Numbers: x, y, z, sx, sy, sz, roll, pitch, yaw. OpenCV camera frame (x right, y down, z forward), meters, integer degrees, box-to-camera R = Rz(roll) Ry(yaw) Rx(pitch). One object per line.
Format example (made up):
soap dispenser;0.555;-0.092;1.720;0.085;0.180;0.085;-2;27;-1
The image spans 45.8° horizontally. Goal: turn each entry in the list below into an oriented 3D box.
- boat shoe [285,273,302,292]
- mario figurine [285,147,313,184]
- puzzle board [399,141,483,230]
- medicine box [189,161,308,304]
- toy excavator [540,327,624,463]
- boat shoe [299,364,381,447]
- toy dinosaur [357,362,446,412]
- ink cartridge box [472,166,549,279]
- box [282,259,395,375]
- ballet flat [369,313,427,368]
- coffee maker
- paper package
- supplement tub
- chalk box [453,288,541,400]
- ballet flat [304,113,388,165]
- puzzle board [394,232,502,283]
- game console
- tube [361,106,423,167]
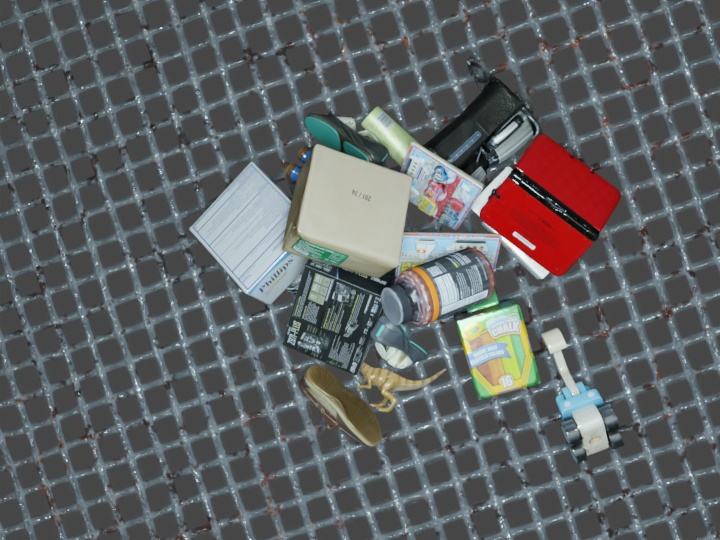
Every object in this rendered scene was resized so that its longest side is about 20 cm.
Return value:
boat shoe;-0.070;-0.022;1.684;0.200;0.068;0.072;-31;87;3
mario figurine;-0.050;-0.154;1.693;0.200;0.106;0.124;39;127;14
puzzle board;0.140;-0.152;1.602;0.150;0.200;0.017;32;69;4
medicine box;-0.194;-0.071;1.649;0.182;0.103;0.200;-46;66;3
toy excavator;0.407;0.236;1.632;0.100;0.200;0.195;-23;132;3
boat shoe;-0.044;0.278;1.686;0.200;0.072;0.072;43;129;4
toy dinosaur;0.061;0.223;1.675;0.199;0.060;0.107;14;89;4
ink cartridge box;0.317;-0.093;1.654;0.116;0.067;0.200;-45;88;3
box;-0.043;0.076;1.627;0.163;0.086;0.201;21;124;5
ballet flat;0.067;0.144;1.613;0.073;0.200;0.073;-9;63;18
coffee maker;0.207;-0.262;1.632;0.200;0.135;0.192;-42;69;-7
paper package;-0.021;-0.103;1.538;0.199;0.103;0.191;17;64;-16
supplement tub;0.137;0.034;1.538;0.199;0.107;0.107;-19;88;-25
chalk box;0.251;0.126;1.622;0.124;0.124;0.201;-17;92;4
ballet flat;-0.022;-0.259;1.676;0.068;0.068;0.200;-36;59;-26
puzzle board;0.164;-0.001;1.627;0.199;0.017;0.151;0;119;-14
game console;0.356;-0.122;1.606;0.200;0.119;0.173;37;124;1
tube;0.088;-0.237;1.687;0.200;0.052;0.058;43;133;0
